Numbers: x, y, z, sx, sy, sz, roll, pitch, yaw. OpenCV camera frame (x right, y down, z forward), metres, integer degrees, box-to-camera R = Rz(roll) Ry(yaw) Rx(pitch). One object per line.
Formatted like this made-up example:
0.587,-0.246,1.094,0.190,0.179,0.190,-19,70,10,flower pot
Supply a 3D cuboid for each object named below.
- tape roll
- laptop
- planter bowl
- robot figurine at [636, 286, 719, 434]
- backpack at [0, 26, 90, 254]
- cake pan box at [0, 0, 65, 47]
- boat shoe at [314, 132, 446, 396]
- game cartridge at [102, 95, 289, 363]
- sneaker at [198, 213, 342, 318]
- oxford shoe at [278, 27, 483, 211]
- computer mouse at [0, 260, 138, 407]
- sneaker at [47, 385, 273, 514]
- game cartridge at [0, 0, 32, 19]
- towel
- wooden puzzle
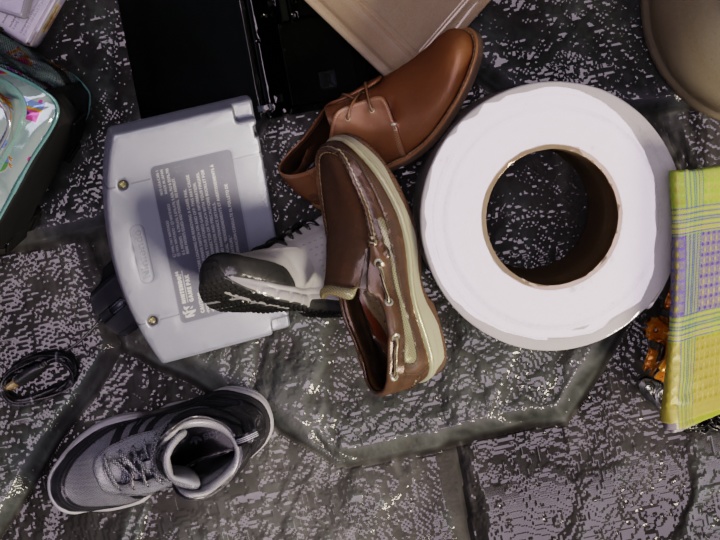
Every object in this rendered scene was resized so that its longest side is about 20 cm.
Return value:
0.142,-0.046,1.133,0.200,0.139,0.205,0,95,0,tape roll
-0.086,-0.212,1.180,0.198,0.103,0.179,-13,97,-25,laptop
0.330,-0.215,1.121,0.198,0.135,0.203,0,95,0,planter bowl
0.323,0.075,1.186,0.198,0.058,0.146,19,95,-3,robot figurine
-0.339,-0.117,1.115,0.199,0.153,0.177,35,107,7,backpack
-0.292,-0.311,1.149,0.183,0.052,0.201,29,95,-5,cake pan box
0.004,0.000,1.090,0.075,0.074,0.204,-28,101,-36,boat shoe
-0.134,-0.030,1.143,0.132,0.042,0.202,-12,115,-9,game cartridge
-0.056,-0.005,1.127,0.073,0.199,0.081,-4,85,34,sneaker
0.014,-0.121,1.122,0.071,0.072,0.200,29,119,-36,oxford shoe
-0.222,0.046,1.190,0.200,0.034,0.059,-42,95,4,computer mouse
-0.168,0.152,1.160,0.198,0.114,0.076,-21,95,1,sneaker
-0.339,-0.282,1.111,0.198,0.038,0.131,16,91,-2,game cartridge
0.273,0.019,1.096,0.143,0.023,0.202,-9,103,-44,towel
0.035,-0.274,1.144,0.185,0.037,0.200,41,88,-21,wooden puzzle
